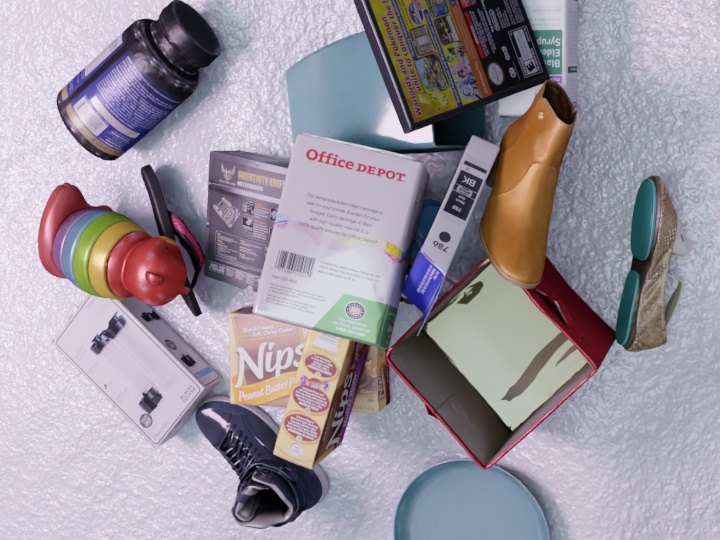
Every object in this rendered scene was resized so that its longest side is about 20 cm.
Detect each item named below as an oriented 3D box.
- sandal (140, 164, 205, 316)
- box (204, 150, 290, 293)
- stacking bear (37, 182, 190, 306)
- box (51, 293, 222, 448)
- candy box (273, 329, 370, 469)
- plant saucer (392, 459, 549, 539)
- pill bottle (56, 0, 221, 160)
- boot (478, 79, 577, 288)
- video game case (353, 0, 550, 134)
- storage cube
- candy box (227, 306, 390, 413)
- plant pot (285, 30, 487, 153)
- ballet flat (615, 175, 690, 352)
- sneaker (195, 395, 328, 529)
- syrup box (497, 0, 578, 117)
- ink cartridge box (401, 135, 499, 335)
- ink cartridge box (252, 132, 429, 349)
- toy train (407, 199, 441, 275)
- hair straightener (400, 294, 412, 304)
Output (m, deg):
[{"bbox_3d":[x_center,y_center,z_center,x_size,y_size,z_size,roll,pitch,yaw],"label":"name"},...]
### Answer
[{"bbox_3d":[-0.228,-0.042,1.646,0.045,0.075,0.202,-17,86,-15],"label":"sandal"},{"bbox_3d":[-0.111,-0.053,1.565,0.199,0.048,0.161,15,105,46],"label":"box"},{"bbox_3d":[-0.293,-0.016,1.598,0.198,0.121,0.115,20,81,35],"label":"stacking bear"},{"bbox_3d":[-0.291,0.116,1.695,0.200,0.060,0.117,42,109,7],"label":"box"},{"bbox_3d":[-0.035,0.118,1.520,0.056,0.117,0.203,18,101,13],"label":"candy box"},{"bbox_3d":[0.138,0.327,1.604,0.197,0.027,0.203,3,99,18],"label":"plant saucer"},{"bbox_3d":[-0.270,-0.236,1.601,0.199,0.112,0.112,-37,87,20],"label":"pill bottle"},{"bbox_3d":[0.182,-0.096,1.363,0.070,0.203,0.145,14,133,-16],"label":"boot"},{"bbox_3d":[0.089,-0.267,1.376,0.179,0.025,0.202,-22,91,-22],"label":"video game case"},{"bbox_3d":[0.162,0.085,1.474,0.171,0.180,0.200,47,111,6],"label":"storage cube"},{"bbox_3d":[-0.065,0.110,1.619,0.197,0.055,0.117,2,99,18],"label":"candy box"},{"bbox_3d":[0.021,-0.198,1.491,0.198,0.141,0.143,-6,91,30],"label":"plant pot"},{"bbox_3d":[0.335,-0.006,1.471,0.064,0.071,0.203,5,105,-10],"label":"ballet flat"},{"bbox_3d":[-0.145,0.239,1.622,0.201,0.146,0.077,34,110,12],"label":"sneaker"},{"bbox_3d":[0.199,-0.272,1.453,0.078,0.081,0.203,2,98,18],"label":"syrup box"},{"bbox_3d":[0.090,-0.038,1.389,0.039,0.202,0.100,23,151,1],"label":"ink cartridge box"},{"bbox_3d":[-0.018,-0.031,1.409,0.143,0.084,0.203,14,87,11],"label":"ink cartridge box"},{"bbox_3d":[0.013,-0.089,1.503,0.200,0.116,0.085,43,68,-4],"label":"toy train"},{"bbox_3d":[0.000,0.000,1.587,0.197,0.041,0.078,5,101,18],"label":"hair straightener"}]
